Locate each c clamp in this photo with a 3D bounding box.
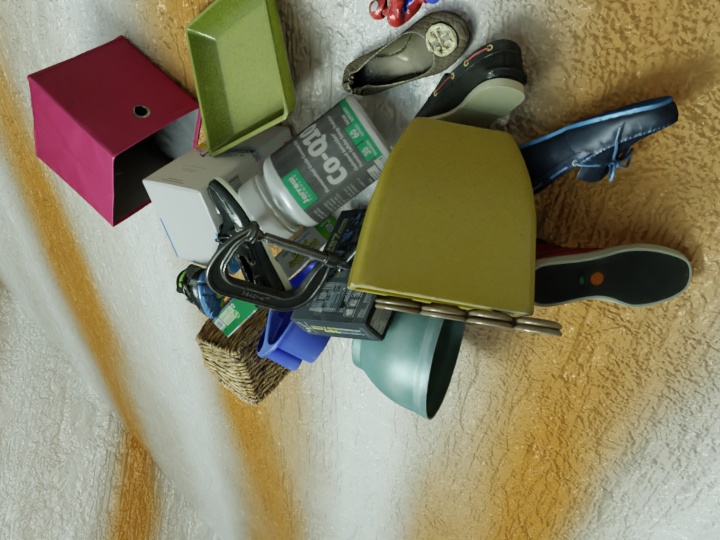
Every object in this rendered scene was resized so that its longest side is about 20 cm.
[{"bbox_3d":[-0.100,-0.015,0.845,0.171,0.199,0.027,-56,41,28],"label":"c clamp"}]

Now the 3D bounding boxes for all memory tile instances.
[{"bbox_3d":[0.119,0.050,0.713,0.198,0.017,0.153,8,177,9],"label":"memory tile"}]

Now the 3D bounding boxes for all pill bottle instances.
[{"bbox_3d":[-0.058,-0.131,0.845,0.199,0.113,0.113,-36,100,9],"label":"pill bottle"}]

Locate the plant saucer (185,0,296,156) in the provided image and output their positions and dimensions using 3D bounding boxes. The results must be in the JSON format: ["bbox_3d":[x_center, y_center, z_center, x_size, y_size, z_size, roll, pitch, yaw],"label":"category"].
[{"bbox_3d":[-0.163,-0.283,0.888,0.199,0.048,0.202,-11,90,46],"label":"plant saucer"}]

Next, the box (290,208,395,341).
[{"bbox_3d":[0.000,0.000,0.918,0.157,0.201,0.051,-1,147,44],"label":"box"}]

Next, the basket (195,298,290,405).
[{"bbox_3d":[-0.214,0.140,1.246,0.142,0.200,0.150,13,133,33],"label":"basket"}]

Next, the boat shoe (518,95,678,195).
[{"bbox_3d":[0.251,-0.128,0.677,0.200,0.084,0.069,-12,98,63],"label":"boat shoe"}]

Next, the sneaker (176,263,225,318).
[{"bbox_3d":[-0.248,0.030,0.973,0.082,0.071,0.200,19,173,-9],"label":"sneaker"}]

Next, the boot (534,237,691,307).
[{"bbox_3d":[0.279,-0.009,0.767,0.198,0.144,0.073,-2,106,1],"label":"boot"}]

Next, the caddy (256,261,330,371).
[{"bbox_3d":[-0.111,0.077,1.108,0.105,0.201,0.141,37,143,-18],"label":"caddy"}]

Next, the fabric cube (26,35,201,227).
[{"bbox_3d":[-0.422,-0.242,1.094,0.199,0.196,0.200,42,143,6],"label":"fabric cube"}]

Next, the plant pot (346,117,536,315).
[{"bbox_3d":[0.096,-0.062,0.739,0.192,0.202,0.196,9,178,-2],"label":"plant pot"}]

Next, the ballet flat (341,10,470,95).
[{"bbox_3d":[0.046,-0.255,0.767,0.199,0.046,0.068,-6,119,46],"label":"ballet flat"}]

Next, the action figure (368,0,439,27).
[{"bbox_3d":[0.074,-0.324,0.665,0.199,0.065,0.099,-4,130,44],"label":"action figure"}]

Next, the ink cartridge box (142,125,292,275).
[{"bbox_3d":[-0.201,-0.121,0.996,0.144,0.200,0.148,14,133,37],"label":"ink cartridge box"}]

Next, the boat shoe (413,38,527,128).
[{"bbox_3d":[0.121,-0.199,0.743,0.073,0.064,0.201,9,166,-24],"label":"boat shoe"}]

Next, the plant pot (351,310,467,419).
[{"bbox_3d":[0.067,0.103,0.934,0.133,0.201,0.202,13,134,19],"label":"plant pot"}]

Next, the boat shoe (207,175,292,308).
[{"bbox_3d":[-0.169,-0.032,0.880,0.074,0.066,0.201,24,145,57],"label":"boat shoe"}]

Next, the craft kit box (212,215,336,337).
[{"bbox_3d":[-0.143,0.008,1.063,0.049,0.198,0.200,44,143,-6],"label":"craft kit box"}]
